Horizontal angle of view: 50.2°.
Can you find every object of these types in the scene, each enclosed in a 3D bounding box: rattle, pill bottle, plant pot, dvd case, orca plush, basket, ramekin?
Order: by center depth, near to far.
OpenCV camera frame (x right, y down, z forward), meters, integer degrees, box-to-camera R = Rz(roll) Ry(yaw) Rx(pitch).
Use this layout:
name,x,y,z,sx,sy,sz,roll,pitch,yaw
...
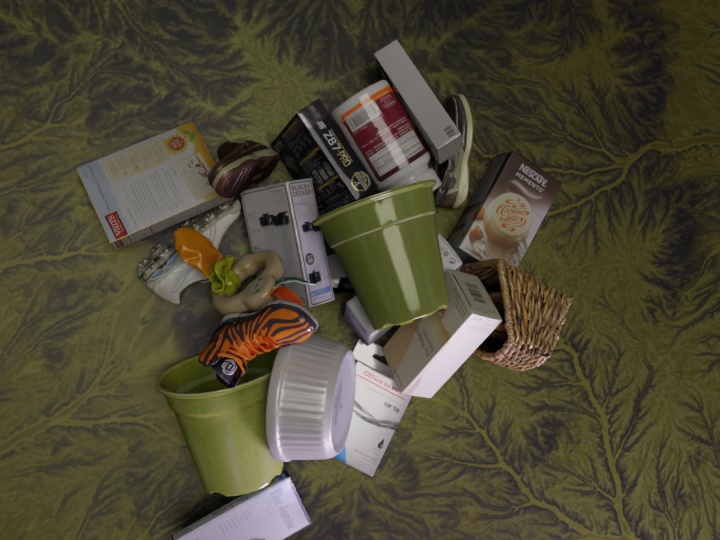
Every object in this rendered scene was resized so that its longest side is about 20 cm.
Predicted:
name,x,y,z,sx,sy,sz,roll,pitch,yaw
rattle,-0.171,-0.009,1.136,0.130,0.200,0.143,-30,112,-24
ramekin,-0.069,0.193,1.167,0.094,0.202,0.203,6,87,11
plant pot,0.050,-0.016,1.171,0.199,0.200,0.191,-19,90,-14
plant pot,-0.198,0.237,1.193,0.200,0.200,0.185,-13,103,-14
dvd case,-0.184,0.413,1.226,0.200,0.018,0.143,-28,131,-13
basket,0.226,0.078,1.285,0.149,0.200,0.143,27,80,-13
pill bottle,0.046,-0.206,1.292,0.114,0.114,0.200,-33,96,-13
orca plush,0.000,0.000,1.315,0.200,0.071,0.105,-30,51,-20

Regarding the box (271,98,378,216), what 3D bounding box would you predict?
name,x,y,z,sx,sy,sz,roll,pitch,yaw
box,-0.063,-0.167,1.219,0.049,0.200,0.161,-38,96,-17

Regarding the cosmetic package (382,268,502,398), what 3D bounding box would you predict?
name,x,y,z,sx,sy,sz,roll,pitch,yaw
cosmetic package,0.128,0.105,1.252,0.071,0.105,0.200,14,125,-35

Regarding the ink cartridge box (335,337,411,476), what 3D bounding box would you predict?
name,x,y,z,sx,sy,sz,roll,pitch,yaw
ink cartridge box,0.009,0.225,1.295,0.116,0.067,0.201,28,82,-11

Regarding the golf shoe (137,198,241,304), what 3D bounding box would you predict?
name,x,y,z,sx,sy,sz,roll,pitch,yaw
golf shoe,-0.260,-0.032,1.245,0.200,0.078,0.097,-42,120,-10

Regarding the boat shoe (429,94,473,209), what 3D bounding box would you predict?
name,x,y,z,sx,sy,sz,roll,pitch,yaw
boat shoe,0.154,-0.209,1.341,0.065,0.073,0.201,0,88,-19

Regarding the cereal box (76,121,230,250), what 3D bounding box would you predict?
name,x,y,z,sx,sy,sz,roll,pitch,yaw
cereal box,-0.326,-0.136,1.214,0.199,0.040,0.144,-25,74,-12

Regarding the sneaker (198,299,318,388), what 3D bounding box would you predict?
name,x,y,z,sx,sy,sz,roll,pitch,yaw
sneaker,-0.149,0.110,1.075,0.078,0.200,0.112,50,47,-23

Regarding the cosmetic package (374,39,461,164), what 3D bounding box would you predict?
name,x,y,z,sx,sy,sz,roll,pitch,yaw
cosmetic package,0.096,-0.281,1.291,0.051,0.083,0.200,-32,77,4

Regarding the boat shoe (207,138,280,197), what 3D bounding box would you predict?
name,x,y,z,sx,sy,sz,roll,pitch,yaw
boat shoe,-0.198,-0.167,1.201,0.075,0.202,0.075,38,108,3

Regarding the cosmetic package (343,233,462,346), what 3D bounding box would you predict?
name,x,y,z,sx,sy,sz,roll,pitch,yaw
cosmetic package,0.069,0.033,1.291,0.200,0.102,0.074,-35,78,-14

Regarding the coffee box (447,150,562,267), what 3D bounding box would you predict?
name,x,y,z,sx,sy,sz,roll,pitch,yaw
coffee box,0.250,-0.095,1.357,0.114,0.080,0.200,31,82,-12

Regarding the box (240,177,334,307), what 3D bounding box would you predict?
name,x,y,z,sx,sy,sz,roll,pitch,yaw
box,-0.118,-0.041,1.234,0.060,0.116,0.201,-17,96,-48
